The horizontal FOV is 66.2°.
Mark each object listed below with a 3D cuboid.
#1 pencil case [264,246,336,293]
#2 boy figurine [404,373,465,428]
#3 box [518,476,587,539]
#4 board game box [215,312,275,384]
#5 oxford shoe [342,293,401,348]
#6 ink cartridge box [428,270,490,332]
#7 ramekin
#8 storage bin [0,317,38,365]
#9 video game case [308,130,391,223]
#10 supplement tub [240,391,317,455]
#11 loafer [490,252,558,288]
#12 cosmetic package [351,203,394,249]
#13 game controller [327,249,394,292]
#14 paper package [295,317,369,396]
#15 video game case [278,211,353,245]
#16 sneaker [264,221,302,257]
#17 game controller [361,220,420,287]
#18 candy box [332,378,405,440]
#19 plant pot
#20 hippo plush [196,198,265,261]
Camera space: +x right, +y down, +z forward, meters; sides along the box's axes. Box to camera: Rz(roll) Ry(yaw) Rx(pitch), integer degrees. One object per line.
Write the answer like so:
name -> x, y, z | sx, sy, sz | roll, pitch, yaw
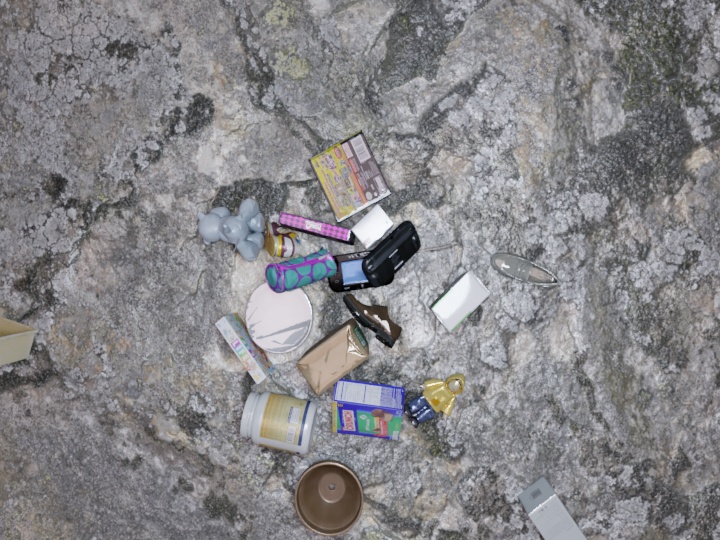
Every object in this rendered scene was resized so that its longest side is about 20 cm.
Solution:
pencil case -> -0.161, -0.001, 1.505 | 0.086, 0.196, 0.093 | 53, 137, 20
boy figurine -> 0.221, 0.367, 1.568 | 0.197, 0.064, 0.126 | -33, 86, 6
box -> 0.541, 0.703, 1.523 | 0.096, 0.124, 0.202 | -35, 88, 3
board game box -> -0.321, 0.216, 1.559 | 0.034, 0.134, 0.202 | -35, 89, 2
oxford shoe -> 0.035, 0.126, 1.581 | 0.199, 0.073, 0.085 | 40, 75, 0
ink cartridge box -> 0.262, 0.083, 1.497 | 0.146, 0.200, 0.085 | -44, 85, 1
ramekin -> -0.225, 0.128, 1.573 | 0.195, 0.094, 0.210 | 0, 90, 3
storage bin -> -1.074, 0.196, 1.565 | 0.192, 0.200, 0.097 | 18, 93, 2
video game case -> -0.031, -0.270, 1.596 | 0.177, 0.026, 0.205 | -27, 90, 2
supplement tub -> -0.227, 0.424, 1.550 | 0.193, 0.144, 0.150 | 12, 91, 2
loafer -> 0.462, -0.002, 1.549 | 0.194, 0.070, 0.072 | 17, 91, 3
cosmetic package -> 0.034, -0.116, 1.505 | 0.101, 0.200, 0.074 | -42, 89, 2
game controller -> 0.000, 0.000, 1.588 | 0.193, 0.042, 0.108 | -8, 90, 4
paper package -> -0.070, 0.229, 1.514 | 0.189, 0.200, 0.105 | -37, 89, 1
video game case -> -0.115, -0.113, 1.521 | 0.194, 0.181, 0.037 | 15, 90, 5
sneaker -> -0.215, -0.081, 1.537 | 0.087, 0.201, 0.077 | 6, 110, -18
game controller -> 0.088, -0.044, 1.537 | 0.199, 0.106, 0.042 | -42, 44, -16
candy box -> 0.019, 0.387, 1.527 | 0.193, 0.172, 0.079 | 7, 47, 5
plant pot -> -0.085, 0.633, 1.570 | 0.193, 0.093, 0.209 | 0, 90, 4
hippo plush -> -0.373, -0.102, 1.558 | 0.156, 0.201, 0.164 | 1, 123, 21
